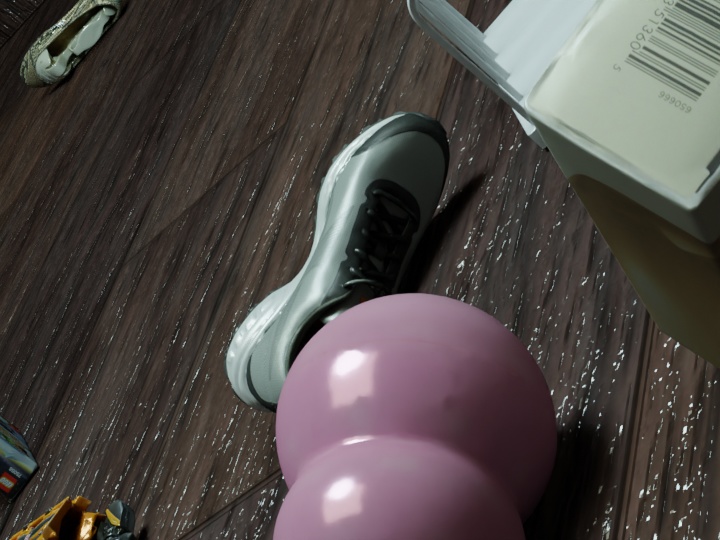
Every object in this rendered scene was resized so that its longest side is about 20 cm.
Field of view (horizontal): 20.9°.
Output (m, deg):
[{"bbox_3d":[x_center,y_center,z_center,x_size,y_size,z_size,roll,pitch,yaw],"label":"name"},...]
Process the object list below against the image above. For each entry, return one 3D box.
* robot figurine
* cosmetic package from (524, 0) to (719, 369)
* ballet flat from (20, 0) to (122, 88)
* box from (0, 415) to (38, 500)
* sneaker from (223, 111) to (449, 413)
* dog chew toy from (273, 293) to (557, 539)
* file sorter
[{"bbox_3d":[-0.208,0.226,1.227,0.145,0.058,0.201,-36,25,38],"label":"robot figurine"},{"bbox_3d":[0.136,-0.036,0.671,0.071,0.200,0.106,35,86,30],"label":"cosmetic package"},{"bbox_3d":[-0.401,-0.314,2.702,0.200,0.068,0.076,-44,36,18],"label":"ballet flat"},{"bbox_3d":[-0.360,0.102,1.599,0.040,0.200,0.137,-52,18,-3],"label":"box"},{"bbox_3d":[0.000,0.000,1.145,0.201,0.074,0.079,-61,29,-6],"label":"sneaker"},{"bbox_3d":[0.018,0.109,0.819,0.124,0.124,0.201,-35,33,41],"label":"dog chew toy"},{"bbox_3d":[0.096,-0.192,1.169,0.139,0.124,0.200,-47,18,12],"label":"file sorter"}]
